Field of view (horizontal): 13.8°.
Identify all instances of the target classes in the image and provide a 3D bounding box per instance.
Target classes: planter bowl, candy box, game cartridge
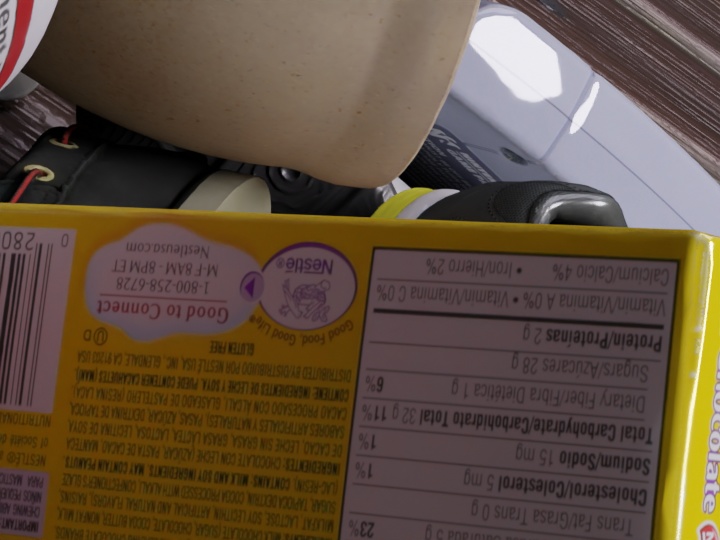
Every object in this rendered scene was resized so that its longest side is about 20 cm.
[{"bbox_3d":[-0.053,-0.126,0.719,0.135,0.200,0.200,5,30,-15],"label":"planter bowl"},{"bbox_3d":[-0.026,0.040,0.521,0.200,0.102,0.026,4,-3,36],"label":"candy box"},{"bbox_3d":[0.055,-0.027,0.920,0.133,0.041,0.200,24,-12,48],"label":"game cartridge"}]

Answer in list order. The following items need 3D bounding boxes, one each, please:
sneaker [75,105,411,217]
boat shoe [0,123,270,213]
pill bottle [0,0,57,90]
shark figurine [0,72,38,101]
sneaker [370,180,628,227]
[{"bbox_3d":[0.000,0.000,0.873,0.200,0.076,0.115,45,11,-6],"label":"sneaker"},{"bbox_3d":[-0.081,0.020,0.683,0.063,0.074,0.201,15,24,12],"label":"boat shoe"},{"bbox_3d":[-0.125,-0.055,0.537,0.112,0.112,0.200,40,44,4],"label":"pill bottle"},{"bbox_3d":[-0.113,-0.108,0.868,0.214,0.090,0.128,14,30,-53],"label":"shark figurine"},{"bbox_3d":[0.075,0.060,0.771,0.200,0.085,0.074,50,62,-11],"label":"sneaker"}]
